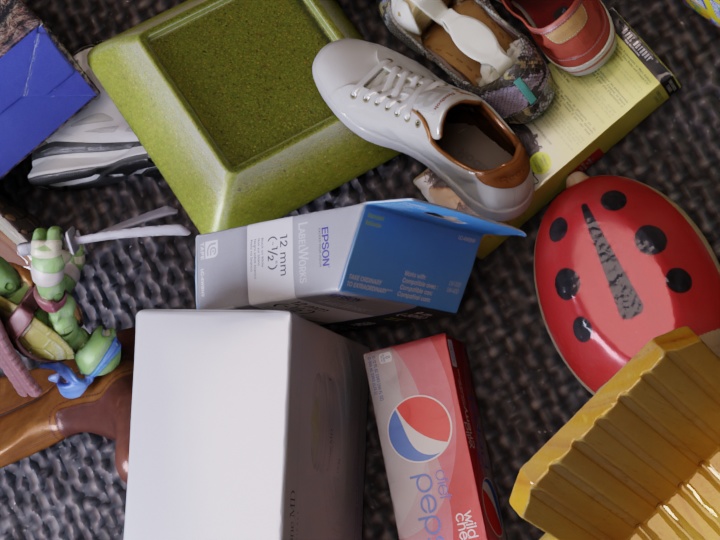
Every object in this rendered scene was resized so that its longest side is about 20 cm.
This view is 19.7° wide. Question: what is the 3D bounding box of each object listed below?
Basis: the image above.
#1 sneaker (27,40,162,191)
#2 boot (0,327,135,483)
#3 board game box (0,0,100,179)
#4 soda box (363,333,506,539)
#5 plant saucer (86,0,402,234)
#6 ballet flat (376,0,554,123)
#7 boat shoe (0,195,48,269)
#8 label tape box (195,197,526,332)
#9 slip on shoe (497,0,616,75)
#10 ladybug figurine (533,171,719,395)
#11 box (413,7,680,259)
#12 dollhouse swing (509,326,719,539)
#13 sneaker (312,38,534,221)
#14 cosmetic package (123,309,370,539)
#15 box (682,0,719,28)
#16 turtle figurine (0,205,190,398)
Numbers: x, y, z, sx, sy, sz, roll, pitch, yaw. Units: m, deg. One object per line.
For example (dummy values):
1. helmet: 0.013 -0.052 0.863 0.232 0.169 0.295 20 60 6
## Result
1. sneaker: -0.176 -0.133 1.648 0.200 0.076 0.116 -7 80 19
2. boot: -0.231 0.120 1.583 0.199 0.069 0.189 -18 39 12
3. board game box: -0.331 -0.164 1.642 0.159 0.097 0.200 -41 49 -5
4. soda box: 0.059 0.153 1.531 0.070 0.063 0.201 -15 76 14
5. plant saucer: -0.078 -0.146 1.589 0.199 0.048 0.200 -29 71 -18
6. ballet flat: 0.070 -0.186 1.555 0.072 0.072 0.200 -48 52 4
7. boat shoe: -0.316 -0.032 1.680 0.200 0.076 0.072 35 96 29
8. label tape box: 0.000 0.000 1.502 0.200 0.143 0.066 -7 78 38
9. slip on shoe: 0.125 -0.225 1.554 0.074 0.061 0.200 -39 47 10
10. ladybug figurine: 0.194 0.015 1.507 0.136 0.072 0.200 -31 73 11
11. box: 0.140 -0.101 1.557 0.200 0.050 0.075 -42 71 6
12. dollhouse swing: 0.231 0.165 1.416 0.200 0.176 0.182 -45 71 5
13. sneaker: 0.047 -0.122 1.513 0.200 0.085 0.073 35 70 19
14. cosmetic package: -0.078 0.140 1.503 0.123 0.200 0.200 0 81 18
15. box: 0.355 -0.236 1.475 0.192 0.122 0.200 37 93 21
16. turtle figurine: -0.242 -0.022 1.545 0.194 0.144 0.200 27 116 -10
